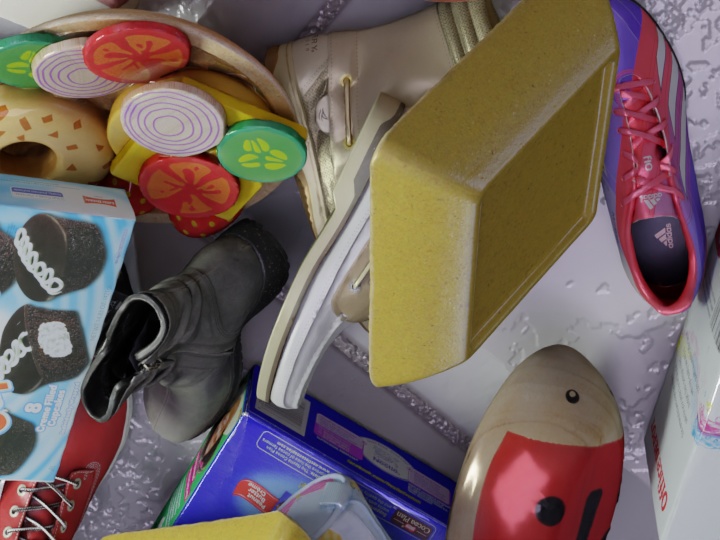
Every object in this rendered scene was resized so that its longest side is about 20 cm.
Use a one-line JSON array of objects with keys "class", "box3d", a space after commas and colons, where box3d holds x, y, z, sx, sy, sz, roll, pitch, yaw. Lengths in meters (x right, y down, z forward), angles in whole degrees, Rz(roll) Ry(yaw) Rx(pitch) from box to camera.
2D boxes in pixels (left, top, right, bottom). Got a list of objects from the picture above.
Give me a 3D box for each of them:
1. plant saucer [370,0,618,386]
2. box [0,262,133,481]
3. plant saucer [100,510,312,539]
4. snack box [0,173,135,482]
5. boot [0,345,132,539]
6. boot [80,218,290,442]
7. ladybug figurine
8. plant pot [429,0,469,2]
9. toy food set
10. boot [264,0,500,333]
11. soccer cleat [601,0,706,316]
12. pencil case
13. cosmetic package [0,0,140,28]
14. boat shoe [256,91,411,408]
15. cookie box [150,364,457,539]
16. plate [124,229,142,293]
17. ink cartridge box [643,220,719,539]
[{"class": "plant saucer", "box3d": [0.082, -0.046, 1.019, 0.048, 0.200, 0.201, 29, 146, 24]}, {"class": "box", "box3d": [-0.259, 0.050, 1.124, 0.160, 0.049, 0.201, 22, 118, -35]}, {"class": "plant saucer", "box3d": [-0.065, 0.247, 1.132, 0.199, 0.049, 0.201, -15, 117, 46]}, {"class": "snack box", "box3d": [-0.215, 0.037, 1.073, 0.115, 0.037, 0.201, 6, 123, -25]}, {"class": "boot", "box3d": [-0.204, 0.157, 1.183, 0.072, 0.145, 0.201, 20, 116, -9]}, {"class": "boot", "box3d": [-0.128, 0.057, 1.128, 0.068, 0.130, 0.201, 42, 135, 15]}, {"class": "ladybug figurine", "box3d": [0.117, 0.149, 1.164, 0.072, 0.135, 0.202, 26, 114, 36]}, {"class": "plant pot", "box3d": [0.041, -0.244, 0.962, 0.198, 0.195, 0.203, 1, 99, 7]}, {"class": "toy food set", "box3d": [-0.133, -0.082, 1.064, 0.198, 0.049, 0.198, 21, 142, -23]}, {"class": "boot", "box3d": [0.041, -0.065, 1.124, 0.154, 0.073, 0.202, -17, 105, 10]}, {"class": "soccer cleat", "box3d": [0.173, -0.069, 1.106, 0.067, 0.073, 0.202, -13, 110, 10]}, {"class": "pencil case", "box3d": [0.015, 0.224, 1.149, 0.090, 0.083, 0.201, -24, 110, 43]}, {"class": "cosmetic package", "box3d": [-0.148, -0.240, 1.053, 0.086, 0.104, 0.202, 22, 113, -3]}, {"class": "boat shoe", "box3d": [0.000, 0.000, 1.071, 0.068, 0.075, 0.202, 24, 108, -1]}, {"class": "cookie box", "box3d": [-0.053, 0.195, 1.230, 0.170, 0.075, 0.201, 30, 110, -8]}, {"class": "plate", "box3d": [-0.241, -0.050, 1.174, 0.197, 0.032, 0.202, -1, 111, 6]}, {"class": "ink cartridge box", "box3d": [0.272, 0.069, 1.114, 0.143, 0.146, 0.202, 15, 113, -1]}]
